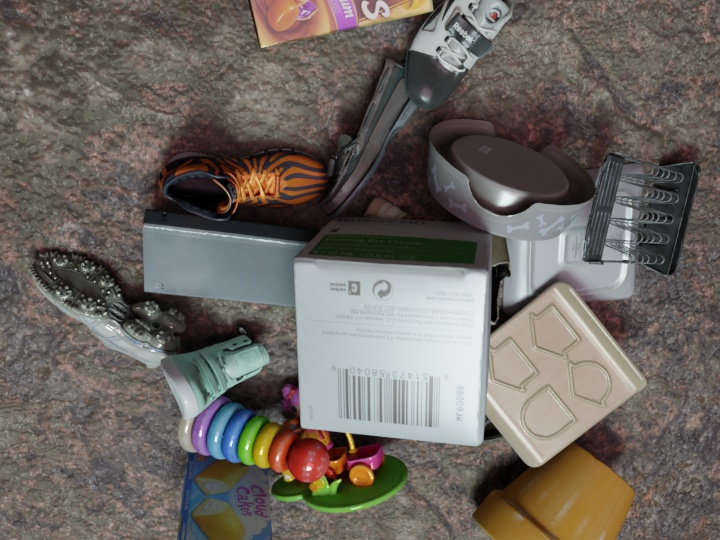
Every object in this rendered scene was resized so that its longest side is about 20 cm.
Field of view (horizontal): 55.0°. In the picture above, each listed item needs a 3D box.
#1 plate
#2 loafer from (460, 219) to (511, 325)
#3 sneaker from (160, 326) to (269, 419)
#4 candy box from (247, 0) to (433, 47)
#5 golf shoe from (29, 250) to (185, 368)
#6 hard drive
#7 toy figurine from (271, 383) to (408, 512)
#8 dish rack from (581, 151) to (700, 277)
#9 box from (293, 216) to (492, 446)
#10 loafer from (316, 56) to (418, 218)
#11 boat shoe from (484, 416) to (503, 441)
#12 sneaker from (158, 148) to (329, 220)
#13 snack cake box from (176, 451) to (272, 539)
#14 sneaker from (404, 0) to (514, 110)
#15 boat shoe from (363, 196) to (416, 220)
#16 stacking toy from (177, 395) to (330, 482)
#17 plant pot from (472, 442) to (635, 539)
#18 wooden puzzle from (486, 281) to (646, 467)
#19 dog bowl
[{"bbox_3d":[0.294,-0.037,0.943,0.199,0.032,0.200,-7,112,-8],"label":"plate"},{"bbox_3d":[0.165,-0.017,0.875,0.075,0.070,0.201,15,85,-47],"label":"loafer"},{"bbox_3d":[-0.171,0.116,0.839,0.118,0.200,0.074,-22,95,-9],"label":"sneaker"},{"bbox_3d":[-0.028,-0.325,0.759,0.199,0.056,0.117,-14,112,-6],"label":"candy box"},{"bbox_3d":[-0.319,0.058,0.850,0.200,0.078,0.097,34,131,-5],"label":"golf shoe"},{"bbox_3d":[-0.157,-0.011,0.836,0.199,0.033,0.140,6,145,-12],"label":"hard drive"},{"bbox_3d":[-0.049,0.210,0.949,0.199,0.150,0.185,-9,100,20],"label":"toy figurine"},{"bbox_3d":[0.353,-0.072,0.876,0.200,0.054,0.154,0,102,-44],"label":"dish rack"},{"bbox_3d":[0.044,0.058,0.768,0.198,0.171,0.201,3,109,11],"label":"box"},{"bbox_3d":[0.001,-0.158,0.818,0.063,0.072,0.200,35,88,-19],"label":"loafer"},{"bbox_3d":[0.249,0.196,1.007,0.200,0.066,0.072,-24,113,0],"label":"boat shoe"},{"bbox_3d":[-0.131,-0.093,0.800,0.199,0.112,0.078,-4,112,-10],"label":"sneaker"},{"bbox_3d":[-0.177,0.316,0.905,0.115,0.200,0.067,6,110,-12],"label":"snack cake box"},{"bbox_3d":[0.117,-0.272,0.765,0.074,0.088,0.200,28,91,-22],"label":"sneaker"},{"bbox_3d":[0.000,0.000,0.892,0.065,0.072,0.200,35,118,16],"label":"boat shoe"},{"bbox_3d":[-0.132,0.221,0.889,0.199,0.085,0.086,15,112,22],"label":"stacking toy"},{"bbox_3d":[0.300,0.361,1.026,0.200,0.200,0.183,42,84,-22],"label":"plant pot"},{"bbox_3d":[0.254,0.141,0.950,0.200,0.046,0.185,-39,91,9],"label":"wooden puzzle"},{"bbox_3d":[0.168,-0.106,0.811,0.199,0.200,0.059,9,124,-13],"label":"dog bowl"}]
